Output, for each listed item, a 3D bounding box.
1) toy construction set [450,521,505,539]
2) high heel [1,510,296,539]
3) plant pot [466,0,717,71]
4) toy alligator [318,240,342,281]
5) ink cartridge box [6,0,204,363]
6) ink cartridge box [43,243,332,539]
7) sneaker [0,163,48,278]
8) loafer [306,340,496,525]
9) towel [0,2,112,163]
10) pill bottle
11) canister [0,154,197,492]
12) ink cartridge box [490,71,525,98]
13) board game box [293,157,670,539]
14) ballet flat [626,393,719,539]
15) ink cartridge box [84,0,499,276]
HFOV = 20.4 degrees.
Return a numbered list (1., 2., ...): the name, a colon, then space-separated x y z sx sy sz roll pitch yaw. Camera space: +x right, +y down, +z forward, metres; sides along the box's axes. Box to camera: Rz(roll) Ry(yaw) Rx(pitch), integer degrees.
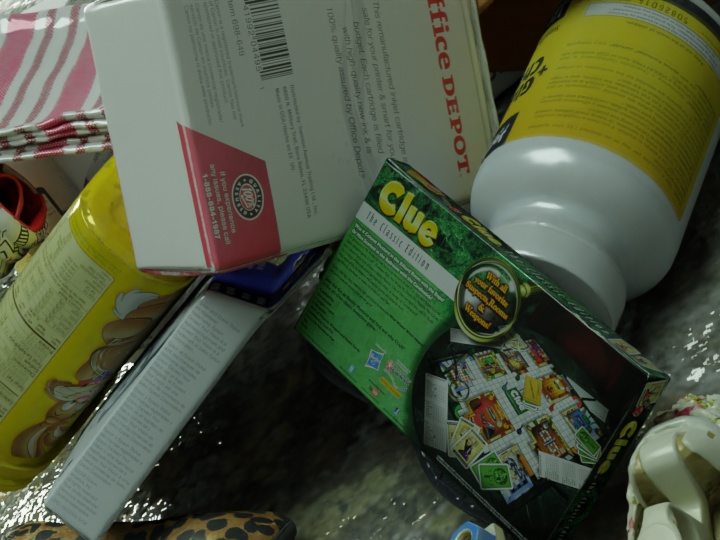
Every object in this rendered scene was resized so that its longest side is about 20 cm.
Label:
1. toy construction set: 0.047 0.188 0.825 0.131 0.092 0.200 -54 17 1
2. high heel: -0.121 0.159 1.108 0.142 0.072 0.200 -23 14 -17
3. plant pot: 0.126 -0.220 1.144 0.200 0.200 0.141 -23 76 25
4. toy alligator: 0.000 0.000 1.165 0.054 0.059 0.200 -46 19 -8
5. ink cartridge box: -0.172 -0.060 1.286 0.084 0.200 0.146 -20 30 29
6. ink cartridge box: -0.093 0.043 1.116 0.200 0.041 0.200 -51 5 4
7. sneaker: -0.231 -0.014 1.188 0.108 0.067 0.201 -48 8 1
8. loafer: 0.052 0.067 1.016 0.200 0.063 0.072 39 103 43
9. towel: -0.193 -0.114 1.157 0.199 0.030 0.147 -6 36 12
10. pill bottle: 0.123 -0.053 1.050 0.112 0.112 0.200 -10 40 40
11. canister: -0.158 0.019 1.152 0.200 0.086 0.149 -48 5 35
12. ink cartridge box: 0.009 -0.151 1.272 0.200 0.145 0.088 -39 31 -1
13. board game box: 0.052 0.039 0.960 0.200 0.023 0.105 43 112 39
14. ballet flat: 0.143 0.110 0.858 0.075 0.064 0.200 -25 32 23
15. ink cartridge box: -0.030 -0.090 1.050 0.199 0.146 0.085 -16 9 -36
